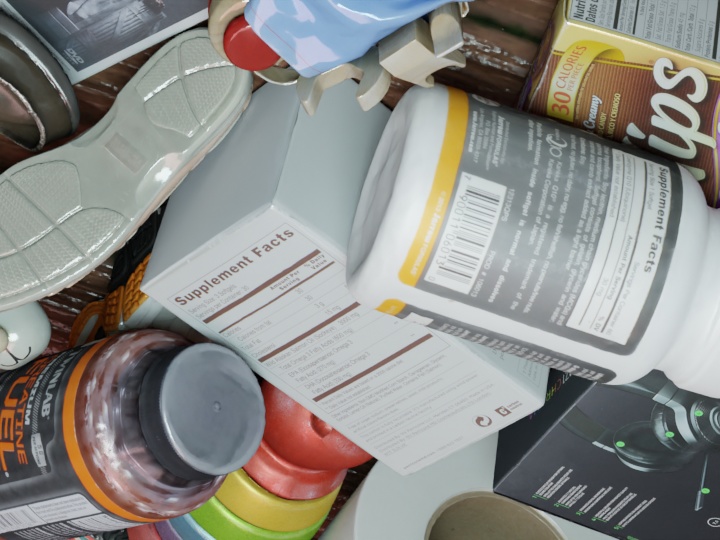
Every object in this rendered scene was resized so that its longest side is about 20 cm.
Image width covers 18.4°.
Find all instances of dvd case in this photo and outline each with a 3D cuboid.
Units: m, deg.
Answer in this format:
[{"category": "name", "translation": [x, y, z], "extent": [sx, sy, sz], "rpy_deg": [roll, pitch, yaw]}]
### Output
[{"category": "dvd case", "translation": [-0.131, -0.178, 1.127], "extent": [0.199, 0.025, 0.150], "rpy_deg": [-21, 129, 32]}]

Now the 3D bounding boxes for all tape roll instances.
[{"category": "tape roll", "translation": [0.061, 0.215, 1.372], "extent": [0.202, 0.204, 0.139], "rpy_deg": [22, 137, -11]}]

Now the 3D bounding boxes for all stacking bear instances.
[{"category": "stacking bear", "translation": [-0.052, 0.115, 1.339], "extent": [0.113, 0.122, 0.200], "rpy_deg": [29, 134, -12]}]

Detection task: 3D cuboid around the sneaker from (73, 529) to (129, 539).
[{"category": "sneaker", "translation": [-0.118, 0.194, 1.507], "extent": [0.199, 0.071, 0.093], "rpy_deg": [27, 154, -18]}]

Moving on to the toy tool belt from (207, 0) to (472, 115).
[{"category": "toy tool belt", "translation": [-0.001, -0.138, 1.041], "extent": [0.200, 0.123, 0.125], "rpy_deg": [-37, 121, 27]}]

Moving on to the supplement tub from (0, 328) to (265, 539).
[{"category": "supplement tub", "translation": [-0.140, 0.091, 1.239], "extent": [0.107, 0.107, 0.199], "rpy_deg": [40, 144, -27]}]

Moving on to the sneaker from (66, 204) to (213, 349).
[{"category": "sneaker", "translation": [-0.110, 0.031, 1.323], "extent": [0.091, 0.076, 0.200], "rpy_deg": [18, 146, -17]}]

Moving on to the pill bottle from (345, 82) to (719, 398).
[{"category": "pill bottle", "translation": [0.101, -0.011, 1.101], "extent": [0.199, 0.117, 0.117], "rpy_deg": [18, 138, -10]}]

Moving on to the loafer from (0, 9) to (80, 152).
[{"category": "loafer", "translation": [-0.241, -0.115, 1.166], "extent": [0.199, 0.072, 0.073], "rpy_deg": [31, 154, -6]}]

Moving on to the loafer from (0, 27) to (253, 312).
[{"category": "loafer", "translation": [-0.132, -0.044, 1.175], "extent": [0.072, 0.200, 0.063], "rpy_deg": [48, 179, 16]}]

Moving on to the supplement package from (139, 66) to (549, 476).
[{"category": "supplement package", "translation": [0.000, 0.000, 1.218], "extent": [0.200, 0.117, 0.117], "rpy_deg": [37, 135, -24]}]

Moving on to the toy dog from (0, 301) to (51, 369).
[{"category": "toy dog", "translation": [-0.246, -0.032, 1.211], "extent": [0.199, 0.096, 0.132], "rpy_deg": [34, 108, 0]}]

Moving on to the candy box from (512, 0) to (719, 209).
[{"category": "candy box", "translation": [0.183, -0.077, 1.138], "extent": [0.199, 0.057, 0.117], "rpy_deg": [17, 139, -2]}]

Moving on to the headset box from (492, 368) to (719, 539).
[{"category": "headset box", "translation": [0.190, 0.078, 1.265], "extent": [0.199, 0.093, 0.174], "rpy_deg": [21, 139, -14]}]
